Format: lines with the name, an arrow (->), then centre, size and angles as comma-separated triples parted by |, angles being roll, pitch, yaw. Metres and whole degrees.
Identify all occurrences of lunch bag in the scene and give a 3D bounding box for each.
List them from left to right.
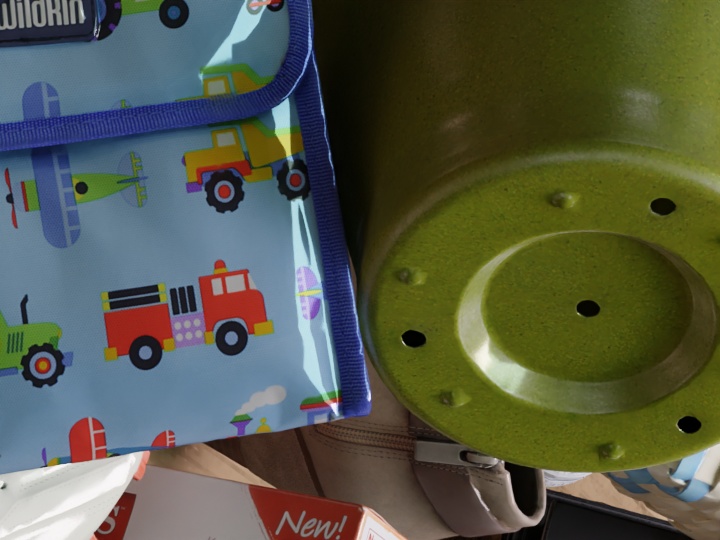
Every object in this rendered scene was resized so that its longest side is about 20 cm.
lunch bag -> -0.088, -0.053, 0.789 | 0.094, 0.150, 0.201 | -140, -138, -75

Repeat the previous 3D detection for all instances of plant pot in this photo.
plant pot -> 0.068, -0.051, 0.849 | 0.193, 0.200, 0.201 | -84, 163, -46

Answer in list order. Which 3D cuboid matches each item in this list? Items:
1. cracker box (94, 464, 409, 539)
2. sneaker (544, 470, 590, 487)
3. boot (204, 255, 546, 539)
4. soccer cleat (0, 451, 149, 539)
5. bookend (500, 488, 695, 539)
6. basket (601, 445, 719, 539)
cracker box -> -0.073, 0.164, 0.894 | 0.058, 0.134, 0.201 | 44, 58, -56
sneaker -> 0.082, -0.012, 1.123 | 0.073, 0.071, 0.201 | 24, 75, -21
boot -> 0.000, 0.000, 0.973 | 0.070, 0.146, 0.201 | -43, 134, -50
soccer cleat -> -0.120, 0.071, 0.852 | 0.200, 0.069, 0.078 | -64, 146, -25
bookend -> 0.090, 0.182, 1.177 | 0.200, 0.092, 0.199 | 93, 12, -78
basket -> 0.201, 0.059, 1.149 | 0.200, 0.139, 0.177 | 20, 84, -25
